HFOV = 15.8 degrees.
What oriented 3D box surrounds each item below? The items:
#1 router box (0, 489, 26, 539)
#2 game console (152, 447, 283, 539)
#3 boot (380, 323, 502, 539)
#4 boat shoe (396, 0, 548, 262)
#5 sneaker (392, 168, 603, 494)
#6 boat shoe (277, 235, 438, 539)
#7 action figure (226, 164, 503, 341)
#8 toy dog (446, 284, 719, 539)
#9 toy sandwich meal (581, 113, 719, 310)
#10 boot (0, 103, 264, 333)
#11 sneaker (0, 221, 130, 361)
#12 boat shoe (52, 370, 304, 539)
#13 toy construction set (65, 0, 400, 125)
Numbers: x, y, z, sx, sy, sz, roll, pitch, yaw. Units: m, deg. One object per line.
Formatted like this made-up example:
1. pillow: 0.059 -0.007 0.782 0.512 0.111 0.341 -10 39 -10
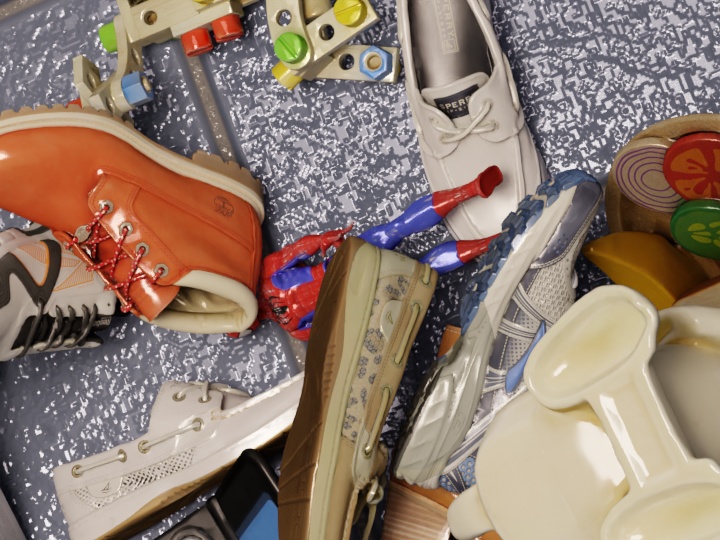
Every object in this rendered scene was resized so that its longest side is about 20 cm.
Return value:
1. router box: -0.309 0.139 1.549 0.179 0.200 0.049 -9 40 14
2. game console: -0.064 0.229 1.509 0.176 0.116 0.200 -34 79 10
3. boot: 0.114 0.122 1.493 0.199 0.074 0.155 15 85 10
4. boat shoe: 0.062 -0.099 1.518 0.072 0.066 0.201 -11 85 13
5. sneaker: 0.094 0.039 1.440 0.085 0.077 0.201 25 105 -6
6. boat shoe: 0.000 0.081 1.435 0.062 0.073 0.201 16 74 -15
7. action figure: 0.000 0.000 1.521 0.199 0.052 0.066 -22 107 30
8. toy dog: 0.160 0.100 1.366 0.194 0.200 0.140 -42 70 27
9. toy sandwich meal: 0.213 0.006 1.425 0.205 0.206 0.070 27 52 14
10. boot: -0.142 -0.027 1.497 0.075 0.199 0.108 -46 37 43
11. sneaker: -0.185 0.016 1.515 0.080 0.200 0.074 37 119 5
12. boat shoe: -0.100 0.096 1.548 0.200 0.071 0.070 -30 79 12
13. toy construction set: -0.085 -0.142 1.553 0.199 0.092 0.132 -19 83 2
